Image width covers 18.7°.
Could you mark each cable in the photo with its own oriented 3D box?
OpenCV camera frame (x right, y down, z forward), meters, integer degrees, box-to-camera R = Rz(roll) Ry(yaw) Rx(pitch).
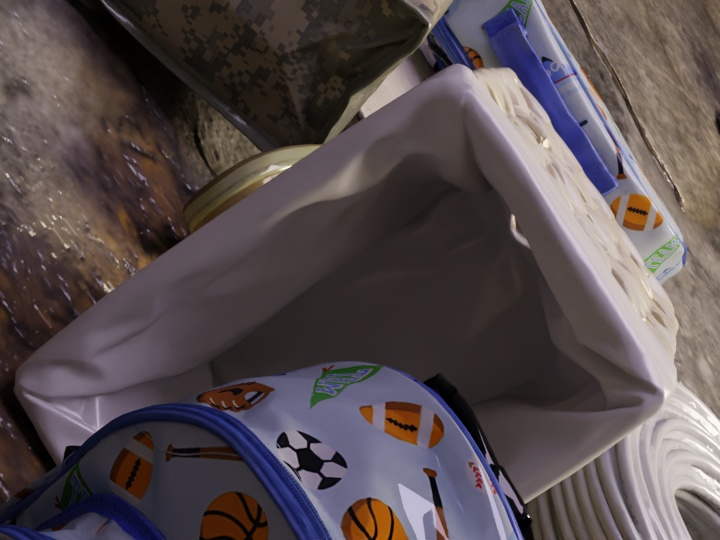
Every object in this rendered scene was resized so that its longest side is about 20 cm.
[{"bbox_3d":[0.159,0.148,1.077,0.200,0.069,0.200,50,24,-14],"label":"cable"}]

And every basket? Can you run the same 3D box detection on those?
[{"bbox_3d":[0.004,0.029,0.780,0.136,0.200,0.123,56,19,0],"label":"basket"}]

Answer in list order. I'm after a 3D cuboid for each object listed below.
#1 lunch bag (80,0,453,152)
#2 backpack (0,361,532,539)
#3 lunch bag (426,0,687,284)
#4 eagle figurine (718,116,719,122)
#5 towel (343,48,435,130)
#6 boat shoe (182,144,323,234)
[{"bbox_3d":[-0.053,-0.165,1.000,0.200,0.118,0.164,41,29,-5],"label":"lunch bag"},{"bbox_3d":[-0.035,0.117,0.602,0.154,0.190,0.200,-16,73,-48],"label":"backpack"},{"bbox_3d":[0.103,-0.073,1.199,0.200,0.076,0.160,59,5,11],"label":"lunch bag"},{"bbox_3d":[0.382,-0.056,1.727,0.152,0.151,0.200,-16,107,-25],"label":"eagle figurine"},{"bbox_3d":[0.035,-0.042,1.127,0.200,0.034,0.133,61,23,13],"label":"towel"},{"bbox_3d":[-0.002,0.002,0.959,0.201,0.073,0.063,30,30,-58],"label":"boat shoe"}]
